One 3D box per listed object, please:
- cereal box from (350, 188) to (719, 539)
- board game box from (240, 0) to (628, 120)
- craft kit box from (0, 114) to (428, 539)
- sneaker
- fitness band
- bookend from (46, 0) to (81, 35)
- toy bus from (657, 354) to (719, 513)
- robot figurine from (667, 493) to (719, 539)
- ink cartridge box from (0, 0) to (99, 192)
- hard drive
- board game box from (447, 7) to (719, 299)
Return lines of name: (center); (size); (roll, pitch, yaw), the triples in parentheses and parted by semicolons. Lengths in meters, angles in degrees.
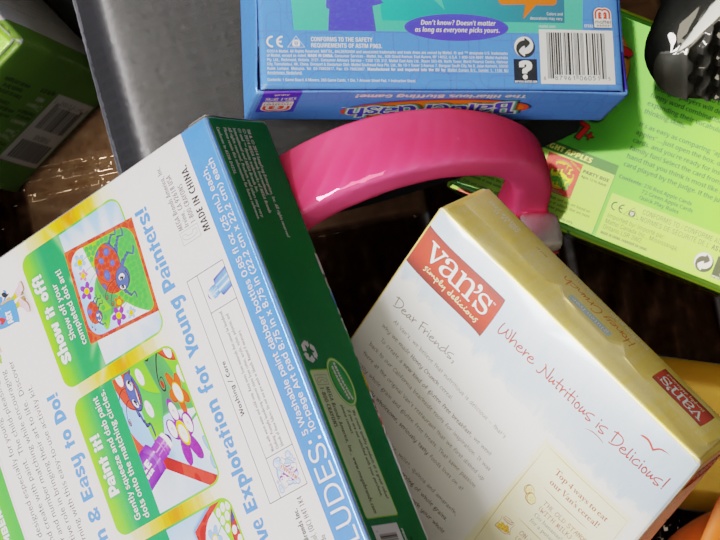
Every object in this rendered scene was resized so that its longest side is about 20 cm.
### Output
cereal box: (0.043, 0.086, 0.967); (0.144, 0.039, 0.200); (45, 125, 15)
board game box: (0.025, -0.162, 0.965); (0.151, 0.045, 0.201); (0, 79, -10)
craft kit box: (-0.083, 0.073, 0.943); (0.197, 0.048, 0.201); (-29, 74, 29)
sneaker: (0.165, -0.156, 1.024); (0.090, 0.070, 0.200); (31, 66, 24)
fitness band: (0.000, 0.000, 1.008); (0.143, 0.200, 0.038); (1, 58, -30)
bookend: (-0.053, -0.177, 1.067); (0.199, 0.092, 0.200); (44, 83, -2)
toy bus: (0.155, 0.071, 1.023); (0.199, 0.078, 0.066); (7, 88, 12)
robot figurine: (0.170, 0.176, 0.972); (0.143, 0.201, 0.117); (-14, 44, -8)
ink cartridge box: (-0.217, -0.136, 1.064); (0.076, 0.148, 0.200); (-45, 80, 6)
hard drive: (-0.012, -0.094, 1.000); (0.199, 0.042, 0.136); (-15, 89, -9)
board game box: (0.150, -0.046, 1.048); (0.199, 0.048, 0.102); (22, 90, 10)
